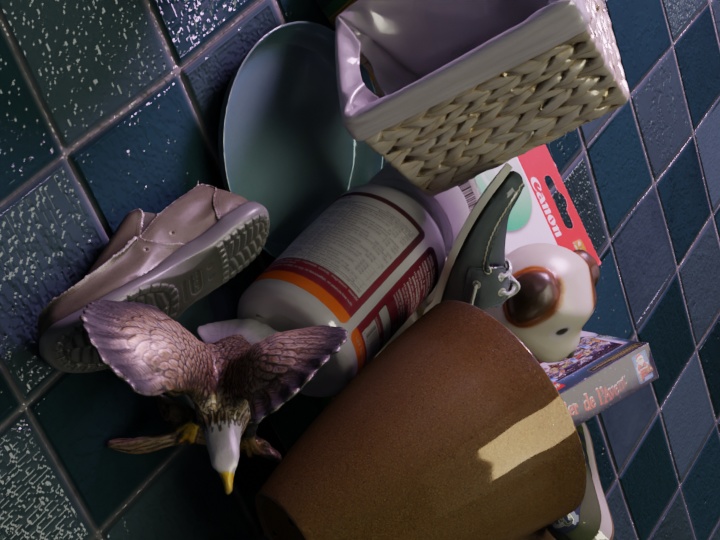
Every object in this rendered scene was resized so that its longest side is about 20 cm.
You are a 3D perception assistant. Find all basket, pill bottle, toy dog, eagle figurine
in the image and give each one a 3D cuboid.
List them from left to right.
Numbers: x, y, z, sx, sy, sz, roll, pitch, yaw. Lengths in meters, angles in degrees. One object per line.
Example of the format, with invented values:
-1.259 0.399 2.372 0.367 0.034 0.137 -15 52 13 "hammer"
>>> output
-0.094 0.075 0.913 0.152 0.151 0.200 -33 155 -21 "eagle figurine"
0.000 0.000 1.083 0.200 0.109 0.110 -47 127 -37 "pill bottle"
0.095 -0.163 1.038 0.123 0.200 0.136 43 32 -40 "basket"
0.116 0.023 1.198 0.139 0.199 0.195 -5 97 -51 "toy dog"

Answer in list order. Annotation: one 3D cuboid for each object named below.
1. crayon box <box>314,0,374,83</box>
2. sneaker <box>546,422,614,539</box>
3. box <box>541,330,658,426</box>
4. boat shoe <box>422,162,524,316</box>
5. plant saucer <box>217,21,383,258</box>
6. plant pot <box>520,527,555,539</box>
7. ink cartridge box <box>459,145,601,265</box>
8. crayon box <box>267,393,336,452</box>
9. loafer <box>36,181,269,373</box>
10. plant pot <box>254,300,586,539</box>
0.051 -0.208 1.164 0.200 0.118 0.058 50 56 -40 "crayon box"
0.173 0.167 1.258 0.090 0.067 0.201 41 22 -39 "sneaker"
0.156 0.118 1.252 0.200 0.136 0.038 -26 106 -22 "box"
0.098 0.005 1.078 0.073 0.062 0.200 -48 162 -54 "boat shoe"
-0.052 -0.104 1.118 0.200 0.027 0.201 -6 98 -51 "plant saucer"
0.119 0.265 1.277 0.201 0.093 0.202 -23 122 -42 "plant pot"
0.171 -0.060 1.338 0.200 0.050 0.161 -20 85 -46 "ink cartridge box"
0.023 0.181 1.120 0.126 0.052 0.200 -5 58 -53 "crayon box"
-0.157 0.001 0.976 0.200 0.070 0.075 -35 150 -32 "loafer"
0.030 0.152 0.989 0.200 0.186 0.187 -31 118 -23 "plant pot"
